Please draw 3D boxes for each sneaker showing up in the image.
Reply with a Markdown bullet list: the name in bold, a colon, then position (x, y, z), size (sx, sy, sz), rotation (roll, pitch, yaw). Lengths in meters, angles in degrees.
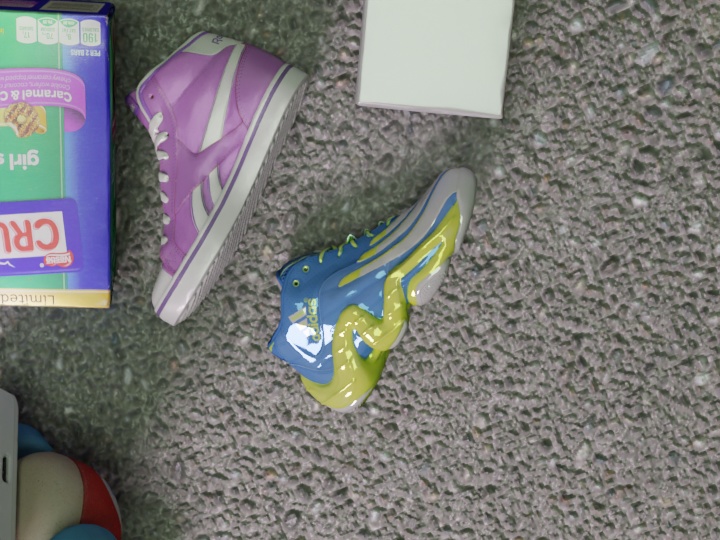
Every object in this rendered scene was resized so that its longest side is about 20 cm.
- **sneaker**: position (0.000, 0.000, 0.797), size (0.104, 0.076, 0.202), rotation (29, 99, -3)
- **sneaker**: position (-0.126, -0.070, 0.797), size (0.113, 0.073, 0.203), rotation (24, 89, 1)

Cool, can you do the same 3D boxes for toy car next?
- **toy car**: position (-0.203, 0.242, 0.821), size (0.200, 0.184, 0.178), rotation (38, 86, -40)

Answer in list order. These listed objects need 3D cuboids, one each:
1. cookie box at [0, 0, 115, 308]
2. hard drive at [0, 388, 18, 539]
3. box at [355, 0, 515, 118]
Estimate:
- **cookie box**: position (-0.252, -0.081, 0.767), size (0.168, 0.075, 0.203), rotation (1, 109, -7)
- **hard drive**: position (-0.318, 0.188, 0.793), size (0.199, 0.133, 0.026), rotation (-36, 133, 20)
- **box**: position (0.053, -0.207, 0.737), size (0.096, 0.124, 0.203), rotation (6, 100, 0)
